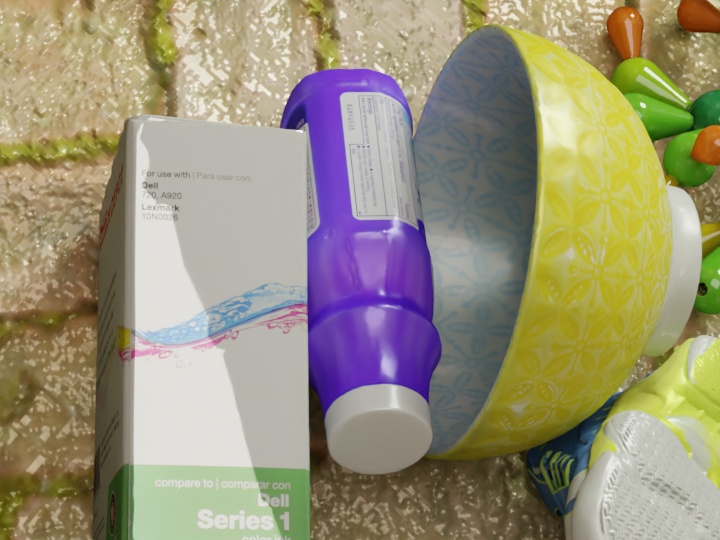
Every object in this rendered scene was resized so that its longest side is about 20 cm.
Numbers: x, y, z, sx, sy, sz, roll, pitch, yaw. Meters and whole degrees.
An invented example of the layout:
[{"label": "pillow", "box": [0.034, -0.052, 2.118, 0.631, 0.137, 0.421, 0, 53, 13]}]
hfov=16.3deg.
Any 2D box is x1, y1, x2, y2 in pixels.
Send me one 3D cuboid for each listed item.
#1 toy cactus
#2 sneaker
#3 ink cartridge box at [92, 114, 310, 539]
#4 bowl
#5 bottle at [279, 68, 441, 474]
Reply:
[{"label": "toy cactus", "box": [0.203, -0.079, 1.259, 0.164, 0.102, 0.202, 5, 65, -20]}, {"label": "sneaker", "box": [0.116, 0.103, 1.149, 0.076, 0.105, 0.200, 57, 32, -2]}, {"label": "ink cartridge box", "box": [-0.073, 0.048, 1.130, 0.083, 0.145, 0.202, 3, 73, -11]}, {"label": "bowl", "box": [0.092, -0.007, 1.158, 0.107, 0.200, 0.202, 8, 73, -17]}, {"label": "bottle", "box": [0.000, 0.000, 1.156, 0.065, 0.084, 0.201, -1, 48, -7]}]
